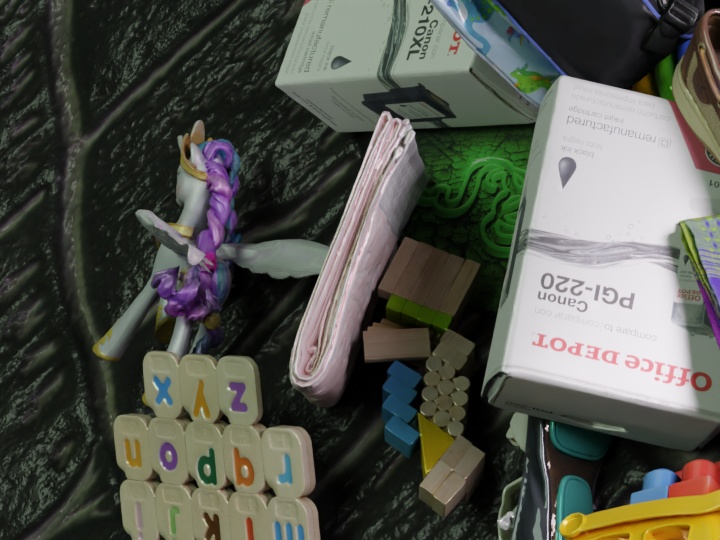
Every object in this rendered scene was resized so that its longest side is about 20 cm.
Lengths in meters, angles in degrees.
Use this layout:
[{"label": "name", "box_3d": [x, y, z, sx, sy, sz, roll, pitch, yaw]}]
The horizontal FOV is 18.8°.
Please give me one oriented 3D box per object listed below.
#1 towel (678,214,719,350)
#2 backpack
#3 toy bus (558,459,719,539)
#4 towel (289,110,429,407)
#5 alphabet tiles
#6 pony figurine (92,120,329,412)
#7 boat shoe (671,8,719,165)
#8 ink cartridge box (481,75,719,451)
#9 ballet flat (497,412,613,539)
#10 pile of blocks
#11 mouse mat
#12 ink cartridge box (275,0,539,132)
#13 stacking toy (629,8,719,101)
[{"label": "towel", "box_3d": [0.278, 0.033, 1.257, 0.143, 0.023, 0.200, -9, 52, -9]}, {"label": "backpack", "box_3d": [0.125, -0.219, 1.420, 0.147, 0.183, 0.200, -35, 24, 32]}, {"label": "toy bus", "box_3d": [0.205, 0.181, 1.211, 0.200, 0.136, 0.192, -15, 43, 36]}, {"label": "towel", "box_3d": [0.000, 0.000, 1.494, 0.032, 0.200, 0.191, 20, 84, 7]}, {"label": "alphabet tiles", "box_3d": [-0.106, 0.156, 1.565, 0.200, 0.015, 0.196, 1, 98, 43]}, {"label": "pony figurine", "box_3d": [-0.121, 0.002, 1.642, 0.193, 0.166, 0.200, 37, 111, 55]}, {"label": "boat shoe", "box_3d": [0.254, -0.074, 1.280, 0.072, 0.072, 0.200, -19, 59, -17]}, {"label": "ink cartridge box", "box_3d": [0.166, -0.004, 1.349, 0.085, 0.145, 0.201, 107, 176, -74]}, {"label": "ballet flat", "box_3d": [0.121, 0.125, 1.389, 0.073, 0.073, 0.201, -8, 66, 41]}, {"label": "pile of blocks", "box_3d": [0.043, 0.079, 1.483, 0.082, 0.062, 0.200, 0, 61, 1]}, {"label": "mouse mat", "box_3d": [0.088, -0.049, 1.556, 0.200, 0.008, 0.161, 13, 78, 45]}, {"label": "ink cartridge box", "box_3d": [0.052, -0.185, 1.600, 0.200, 0.084, 0.145, 1, 66, 44]}, {"label": "stacking toy", "box_3d": [0.212, -0.116, 1.422, 0.200, 0.085, 0.086, -28, 52, 34]}]
